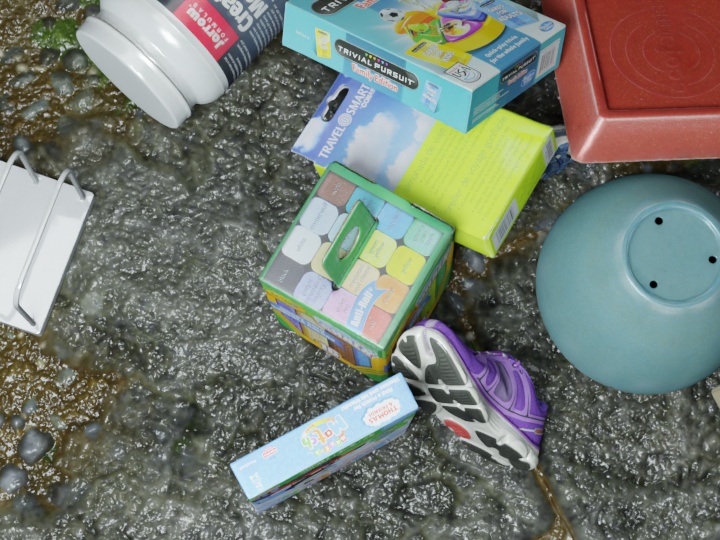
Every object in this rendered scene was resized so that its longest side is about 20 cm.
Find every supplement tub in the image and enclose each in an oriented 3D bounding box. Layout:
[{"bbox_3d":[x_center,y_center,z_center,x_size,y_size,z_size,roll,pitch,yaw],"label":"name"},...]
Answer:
[{"bbox_3d":[-0.142,-0.241,1.431,0.140,0.140,0.200,40,80,7],"label":"supplement tub"}]

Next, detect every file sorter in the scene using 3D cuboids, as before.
[{"bbox_3d":[-0.357,-0.049,1.394,0.200,0.125,0.139,19,78,3],"label":"file sorter"}]

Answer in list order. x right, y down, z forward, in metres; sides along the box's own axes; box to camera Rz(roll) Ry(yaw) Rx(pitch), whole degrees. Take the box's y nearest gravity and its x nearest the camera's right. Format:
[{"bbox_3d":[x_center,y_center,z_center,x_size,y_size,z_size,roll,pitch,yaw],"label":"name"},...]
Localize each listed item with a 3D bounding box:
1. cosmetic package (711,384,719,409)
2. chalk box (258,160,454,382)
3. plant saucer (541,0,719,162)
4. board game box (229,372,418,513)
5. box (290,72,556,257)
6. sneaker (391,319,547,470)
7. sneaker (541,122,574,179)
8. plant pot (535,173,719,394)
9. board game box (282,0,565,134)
[{"bbox_3d":[0.379,0.099,1.344,0.105,0.200,0.071,-26,81,-5],"label":"cosmetic package"},{"bbox_3d":[0.000,0.000,1.350,0.124,0.200,0.125,30,79,9],"label":"chalk box"},{"bbox_3d":[0.277,-0.190,1.440,0.200,0.037,0.200,-3,57,-4],"label":"plant saucer"},{"bbox_3d":[-0.030,0.147,1.323,0.151,0.200,0.037,-28,81,-7],"label":"board game box"},{"bbox_3d":[0.055,-0.105,1.392,0.200,0.048,0.122,25,73,22],"label":"box"},{"bbox_3d":[0.097,0.094,1.365,0.081,0.200,0.084,4,61,38],"label":"sneaker"},{"bbox_3d":[0.111,-0.120,1.448,0.200,0.077,0.085,-12,75,-4],"label":"sneaker"},{"bbox_3d":[0.262,0.000,1.395,0.200,0.135,0.201,0,78,-2],"label":"plant pot"},{"bbox_3d":[0.056,-0.208,1.408,0.200,0.047,0.151,29,44,25],"label":"board game box"}]
